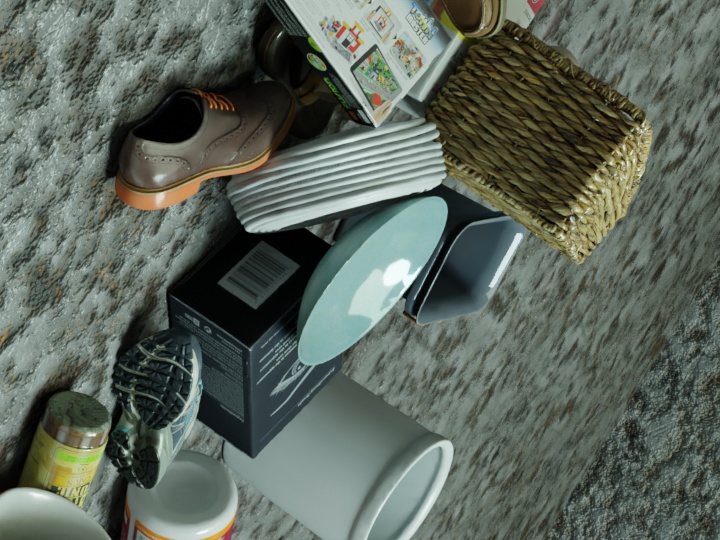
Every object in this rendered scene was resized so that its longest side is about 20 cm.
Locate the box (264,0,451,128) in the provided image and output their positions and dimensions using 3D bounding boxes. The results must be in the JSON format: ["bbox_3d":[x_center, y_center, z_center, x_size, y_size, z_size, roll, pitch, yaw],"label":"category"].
[{"bbox_3d":[-0.013,-0.228,1.633,0.110,0.035,0.200,-50,125,-18],"label":"box"}]

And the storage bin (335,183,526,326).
[{"bbox_3d":[0.068,-0.027,2.105,0.200,0.134,0.146,-9,129,-62],"label":"storage bin"}]

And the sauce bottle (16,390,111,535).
[{"bbox_3d":[-0.280,0.205,1.763,0.065,0.065,0.201,-24,142,-55],"label":"sauce bottle"}]

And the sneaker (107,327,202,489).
[{"bbox_3d":[-0.187,0.114,1.850,0.086,0.077,0.200,-49,168,-45],"label":"sneaker"}]

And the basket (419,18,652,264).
[{"bbox_3d":[0.175,-0.122,1.878,0.149,0.200,0.143,-54,158,-1],"label":"basket"}]

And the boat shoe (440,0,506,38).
[{"bbox_3d":[0.069,-0.297,1.714,0.068,0.072,0.201,-24,98,-49],"label":"boat shoe"}]

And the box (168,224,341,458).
[{"bbox_3d":[-0.099,0.061,1.903,0.148,0.104,0.200,-45,156,-30],"label":"box"}]

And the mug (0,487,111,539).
[{"bbox_3d":[-0.332,0.293,1.706,0.200,0.177,0.134,-52,-173,25],"label":"mug"}]

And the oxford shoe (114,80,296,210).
[{"bbox_3d":[-0.123,-0.122,1.640,0.200,0.071,0.073,-37,147,-41],"label":"oxford shoe"}]

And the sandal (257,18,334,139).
[{"bbox_3d":[-0.043,-0.175,1.757,0.082,0.054,0.200,-49,157,-21],"label":"sandal"}]

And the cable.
[{"bbox_3d":[-0.022,-0.083,1.751,0.200,0.199,0.070,-14,90,-62],"label":"cable"}]

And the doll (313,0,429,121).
[{"bbox_3d":[0.014,-0.238,1.727,0.136,0.048,0.201,33,69,-49],"label":"doll"}]

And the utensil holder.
[{"bbox_3d":[-0.025,0.203,2.135,0.170,0.200,0.170,-45,156,-26],"label":"utensil holder"}]

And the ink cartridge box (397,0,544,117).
[{"bbox_3d":[0.098,-0.248,1.925,0.200,0.083,0.145,-56,159,-1],"label":"ink cartridge box"}]

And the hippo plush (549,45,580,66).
[{"bbox_3d":[0.183,-0.137,2.168,0.161,0.159,0.201,103,7,-66],"label":"hippo plush"}]

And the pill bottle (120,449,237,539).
[{"bbox_3d":[-0.192,0.288,2.008,0.113,0.113,0.200,-38,153,-41],"label":"pill bottle"}]

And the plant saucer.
[{"bbox_3d":[0.000,0.000,1.814,0.201,0.039,0.201,-44,162,-18],"label":"plant saucer"}]
